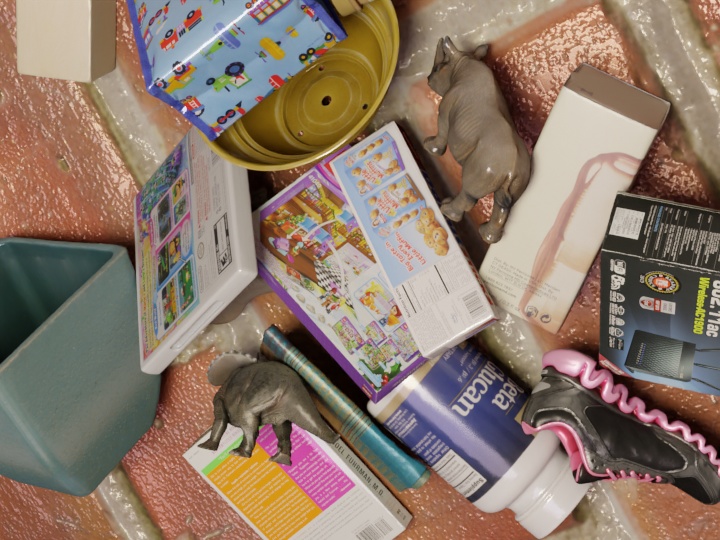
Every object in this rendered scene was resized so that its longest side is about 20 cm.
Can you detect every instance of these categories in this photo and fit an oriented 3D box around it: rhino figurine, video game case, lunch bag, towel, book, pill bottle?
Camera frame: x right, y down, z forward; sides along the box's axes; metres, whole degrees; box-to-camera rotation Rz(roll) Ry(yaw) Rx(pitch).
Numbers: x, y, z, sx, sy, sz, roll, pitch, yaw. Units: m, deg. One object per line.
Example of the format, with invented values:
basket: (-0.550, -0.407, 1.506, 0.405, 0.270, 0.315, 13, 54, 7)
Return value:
rhino figurine: (0.093, -0.125, 1.161, 0.060, 0.200, 0.088, 5, 139, -23)
rhino figurine: (-0.136, 0.004, 1.332, 0.200, 0.060, 0.088, -33, 91, 28)
video game case: (-0.154, -0.034, 1.259, 0.024, 0.200, 0.182, 15, 140, -32)
lunch bag: (-0.123, -0.239, 1.186, 0.150, 0.094, 0.200, -35, 51, 14)
towel: (-0.018, 0.131, 1.307, 0.200, 0.147, 0.022, 45, 78, 2)
book: (-0.063, 0.214, 1.394, 0.134, 0.048, 0.200, -40, 93, 28)
pill bottle: (0.113, 0.149, 1.268, 0.200, 0.111, 0.111, 40, 117, 3)

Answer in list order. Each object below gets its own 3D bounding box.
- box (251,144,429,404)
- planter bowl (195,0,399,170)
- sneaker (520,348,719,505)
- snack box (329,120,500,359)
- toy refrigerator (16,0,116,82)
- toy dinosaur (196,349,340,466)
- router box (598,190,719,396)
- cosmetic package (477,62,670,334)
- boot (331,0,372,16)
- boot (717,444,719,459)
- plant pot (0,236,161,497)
box: (0.000, 0.000, 1.228, 0.137, 0.039, 0.200, -38, 74, -16)
planter bowl: (-0.044, -0.163, 1.211, 0.200, 0.083, 0.201, -9, 66, 22)
sneaker: (0.226, 0.157, 1.212, 0.200, 0.095, 0.079, 34, 161, 1)
snack box: (0.045, -0.028, 1.190, 0.072, 0.024, 0.200, -32, 69, 16)
toy refrigerator: (-0.271, -0.283, 1.285, 0.076, 0.070, 0.201, 8, 112, 11)
toy dinosaur: (-0.093, 0.122, 1.273, 0.200, 0.077, 0.103, -1, 77, 56)
router box: (0.274, 0.028, 1.133, 0.149, 0.062, 0.200, 11, 150, 16)
cosmetic package: (0.177, -0.061, 1.175, 0.087, 0.103, 0.200, 26, 117, 9)
boot: (0.053, -0.315, 1.151, 0.200, 0.066, 0.176, -22, 73, 12)
boot: (0.393, 0.142, 1.172, 0.153, 0.074, 0.204, -16, 149, -8)
plant pot: (-0.310, 0.108, 1.354, 0.196, 0.196, 0.200, 4, 129, 38)
